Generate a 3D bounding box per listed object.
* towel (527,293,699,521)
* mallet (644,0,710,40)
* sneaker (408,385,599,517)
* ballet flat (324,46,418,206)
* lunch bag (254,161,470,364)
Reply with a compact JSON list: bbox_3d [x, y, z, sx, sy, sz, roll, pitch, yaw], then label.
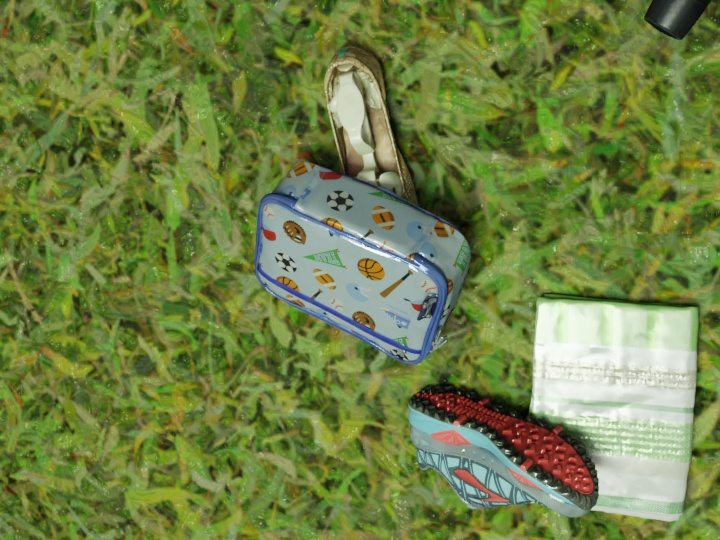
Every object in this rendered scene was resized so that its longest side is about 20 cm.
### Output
[{"bbox_3d":[0.230,0.125,0.841,0.148,0.031,0.201,4,99,13],"label":"towel"},{"bbox_3d":[0.211,-0.279,0.763,0.200,0.041,0.066,43,110,8],"label":"mallet"},{"bbox_3d":[0.130,0.181,0.840,0.199,0.079,0.096,24,122,40],"label":"sneaker"},{"bbox_3d":[0.004,-0.105,0.838,0.070,0.065,0.201,-15,96,17],"label":"ballet flat"},{"bbox_3d":[0.000,0.000,0.830,0.199,0.076,0.161,28,141,11],"label":"lunch bag"}]
